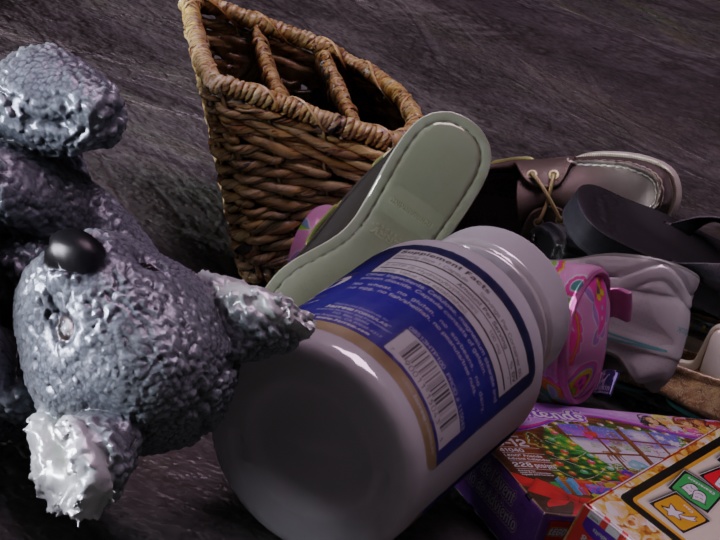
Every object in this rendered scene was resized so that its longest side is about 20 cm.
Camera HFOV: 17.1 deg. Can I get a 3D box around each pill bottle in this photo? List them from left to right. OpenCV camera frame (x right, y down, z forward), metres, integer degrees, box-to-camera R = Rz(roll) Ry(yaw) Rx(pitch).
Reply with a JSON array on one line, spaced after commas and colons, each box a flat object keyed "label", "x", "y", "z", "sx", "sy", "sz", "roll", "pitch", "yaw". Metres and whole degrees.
[{"label": "pill bottle", "x": 0.024, "y": 0.052, "z": 1.229, "sx": 0.120, "sy": 0.120, "sz": 0.200, "roll": 25, "pitch": 31, "yaw": 22}]

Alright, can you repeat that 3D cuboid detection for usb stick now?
[{"label": "usb stick", "x": 0.204, "y": 0.008, "z": 1.580, "sx": 0.200, "sy": 0.033, "sz": 0.055, "roll": 16, "pitch": 3, "yaw": -19}]

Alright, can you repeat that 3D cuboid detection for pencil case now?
[{"label": "pencil case", "x": 0.054, "y": 0.020, "z": 1.406, "sx": 0.200, "sy": 0.088, "sz": 0.087, "roll": 12, "pitch": 15, "yaw": 25}]

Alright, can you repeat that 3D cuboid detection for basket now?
[{"label": "basket", "x": -0.031, "y": -0.102, "z": 1.558, "sx": 0.143, "sy": 0.149, "sz": 0.200, "roll": -12, "pitch": 22, "yaw": -3}]

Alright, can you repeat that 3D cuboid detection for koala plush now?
[{"label": "koala plush", "x": -0.129, "y": 0.025, "z": 1.124, "sx": 0.200, "sy": 0.184, "sz": 0.177, "roll": 26, "pitch": 53, "yaw": 39}]

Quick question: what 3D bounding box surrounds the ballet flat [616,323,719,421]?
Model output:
[{"label": "ballet flat", "x": 0.198, "y": 0.055, "z": 1.506, "sx": 0.200, "sy": 0.065, "sz": 0.071, "roll": 22, "pitch": 13, "yaw": 9}]

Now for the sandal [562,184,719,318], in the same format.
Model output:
[{"label": "sandal", "x": 0.223, "y": -0.008, "z": 1.528, "sx": 0.200, "sy": 0.043, "sz": 0.076, "roll": 19, "pitch": 34, "yaw": -26}]

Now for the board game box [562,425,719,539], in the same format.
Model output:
[{"label": "board game box", "x": 0.211, "y": 0.148, "z": 1.209, "sx": 0.151, "sy": 0.046, "sz": 0.200, "roll": 39, "pitch": 33, "yaw": 23}]

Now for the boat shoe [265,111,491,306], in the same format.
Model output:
[{"label": "boat shoe", "x": 0.000, "y": 0.000, "z": 1.351, "sx": 0.072, "sy": 0.201, "sz": 0.061, "roll": 40, "pitch": -10, "yaw": -2}]

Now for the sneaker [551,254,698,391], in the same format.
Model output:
[{"label": "sneaker", "x": 0.103, "y": 0.030, "z": 1.465, "sx": 0.200, "sy": 0.080, "sz": 0.070, "roll": 4, "pitch": -9, "yaw": 25}]

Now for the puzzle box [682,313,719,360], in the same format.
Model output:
[{"label": "puzzle box", "x": 0.215, "y": 0.040, "z": 1.604, "sx": 0.200, "sy": 0.025, "sz": 0.133, "roll": 21, "pitch": 13, "yaw": 12}]

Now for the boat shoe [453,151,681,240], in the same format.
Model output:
[{"label": "boat shoe", "x": 0.113, "y": -0.043, "z": 1.605, "sx": 0.200, "sy": 0.072, "sz": 0.060, "roll": -4, "pitch": -5, "yaw": 25}]

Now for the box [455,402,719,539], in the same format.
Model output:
[{"label": "box", "x": 0.150, "y": 0.122, "z": 1.319, "sx": 0.200, "sy": 0.039, "sz": 0.137, "roll": 7, "pitch": 21, "yaw": -27}]
